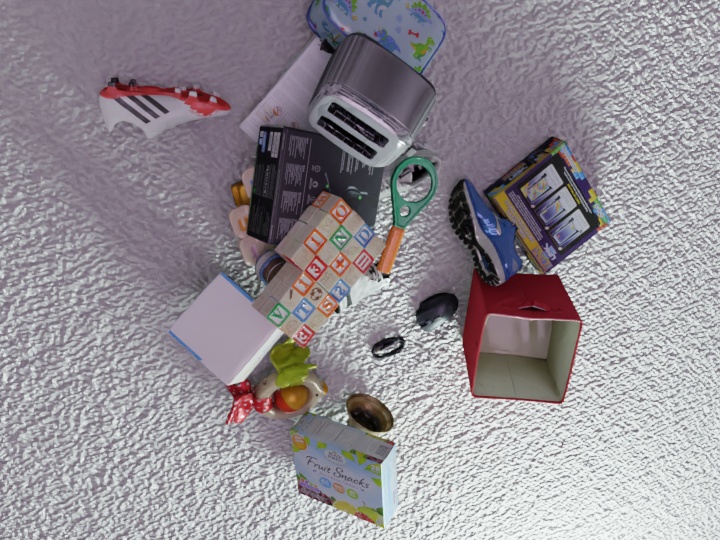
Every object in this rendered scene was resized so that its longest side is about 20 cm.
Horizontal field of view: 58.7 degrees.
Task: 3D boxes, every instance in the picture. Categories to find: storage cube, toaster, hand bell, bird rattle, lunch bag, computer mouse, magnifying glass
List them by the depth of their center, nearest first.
[{"bbox_3d":[0.008,-0.248,0.935,0.199,0.114,0.130,32,57,-16],"label":"toaster"},{"bbox_3d":[0.030,-0.385,0.999,0.200,0.082,0.161,37,76,-24],"label":"lunch bag"},{"bbox_3d":[0.070,-0.092,1.072,0.079,0.022,0.201,17,96,-17],"label":"magnifying glass"},{"bbox_3d":[0.287,0.117,1.182,0.169,0.180,0.201,4,117,1],"label":"storage cube"},{"bbox_3d":[-0.150,0.233,1.197,0.200,0.113,0.163,-44,129,8],"label":"bird rattle"},{"bbox_3d":[0.107,0.112,1.244,0.200,0.034,0.059,-38,114,3],"label":"computer mouse"},{"bbox_3d":[-0.022,0.356,1.288,0.103,0.104,0.201,18,117,-19],"label":"hand bell"}]

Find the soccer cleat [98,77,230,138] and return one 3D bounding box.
[{"bbox_3d":[-0.304,-0.248,1.002,0.198,0.069,0.086,3,118,-11],"label":"soccer cleat"}]

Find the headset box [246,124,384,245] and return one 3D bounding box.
[{"bbox_3d":[-0.062,-0.126,1.010,0.199,0.093,0.176,3,101,-32],"label":"headset box"}]

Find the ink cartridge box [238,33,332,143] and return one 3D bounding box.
[{"bbox_3d":[-0.077,-0.262,1.062,0.162,0.050,0.200,40,103,-23],"label":"ink cartridge box"}]

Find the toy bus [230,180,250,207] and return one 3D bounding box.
[{"bbox_3d":[-0.159,-0.057,1.094,0.065,0.078,0.201,-19,113,-5],"label":"toy bus"}]

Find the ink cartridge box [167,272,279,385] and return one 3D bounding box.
[{"bbox_3d":[-0.213,0.100,1.071,0.128,0.200,0.125,41,83,2],"label":"ink cartridge box"}]

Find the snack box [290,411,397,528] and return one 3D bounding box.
[{"bbox_3d":[-0.030,0.378,1.223,0.199,0.068,0.170,12,122,26],"label":"snack box"}]

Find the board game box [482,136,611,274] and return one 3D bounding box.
[{"bbox_3d":[0.352,-0.120,1.204,0.165,0.057,0.200,-37,114,4],"label":"board game box"}]

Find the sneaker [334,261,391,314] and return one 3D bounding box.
[{"bbox_3d":[0.000,0.000,1.116,0.115,0.201,0.076,-28,74,-17],"label":"sneaker"}]

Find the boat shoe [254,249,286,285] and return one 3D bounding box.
[{"bbox_3d":[-0.097,0.042,1.052,0.072,0.072,0.200,-48,143,3],"label":"boat shoe"}]

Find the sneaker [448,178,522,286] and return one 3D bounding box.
[{"bbox_3d":[0.229,-0.075,1.161,0.089,0.079,0.201,-22,84,-23],"label":"sneaker"}]

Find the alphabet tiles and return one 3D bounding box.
[{"bbox_3d":[-0.115,-0.090,1.052,0.199,0.015,0.197,-27,115,-24],"label":"alphabet tiles"}]

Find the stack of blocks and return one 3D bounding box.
[{"bbox_3d":[-0.070,-0.002,0.948,0.200,0.058,0.115,-52,124,-7],"label":"stack of blocks"}]

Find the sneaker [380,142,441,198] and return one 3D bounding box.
[{"bbox_3d":[0.047,-0.161,1.105,0.199,0.081,0.076,-25,115,-2],"label":"sneaker"}]
